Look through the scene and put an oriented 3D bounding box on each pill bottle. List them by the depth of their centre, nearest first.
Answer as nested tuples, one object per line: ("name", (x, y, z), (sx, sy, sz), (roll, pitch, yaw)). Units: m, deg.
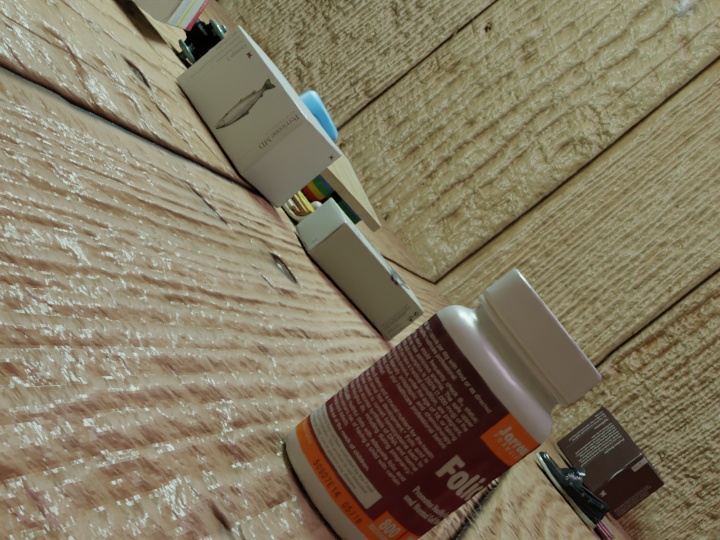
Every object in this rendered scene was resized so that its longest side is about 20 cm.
("pill bottle", (0.058, 0.098, 0.841), (0.114, 0.200, 0.114), (50, 6, -7))

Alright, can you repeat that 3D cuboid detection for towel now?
("towel", (0.493, 0.519, 2.643), (0.144, 0.023, 0.200), (51, 3, 13))

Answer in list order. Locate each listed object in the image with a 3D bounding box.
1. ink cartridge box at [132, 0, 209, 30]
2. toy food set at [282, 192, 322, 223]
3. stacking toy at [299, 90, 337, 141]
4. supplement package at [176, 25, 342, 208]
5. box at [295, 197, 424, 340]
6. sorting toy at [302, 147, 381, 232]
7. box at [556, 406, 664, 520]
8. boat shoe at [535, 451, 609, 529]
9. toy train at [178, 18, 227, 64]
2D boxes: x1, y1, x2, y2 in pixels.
("ink cartridge box", (-0.297, -0.424, 1.767), (0.145, 0.084, 0.200), (38, 8, -5))
("toy food set", (-0.091, -0.126, 1.797), (0.200, 0.060, 0.143), (54, 6, 25))
("stacking toy", (-0.138, -0.289, 2.342), (0.116, 0.109, 0.200), (61, -11, -29))
("supplement package", (-0.137, -0.206, 1.646), (0.200, 0.117, 0.117), (54, 6, 30))
("box", (0.000, 0.000, 1.685), (0.200, 0.068, 0.082), (49, 6, -35))
("sorting toy", (-0.067, -0.173, 2.196), (0.199, 0.069, 0.200), (46, 14, -46))
("box", (0.650, 0.501, 3.199), (0.164, 0.166, 0.200), (48, 7, -40))
("boat shoe", (0.431, 0.429, 2.470), (0.200, 0.066, 0.075), (51, 6, -6))
("toy train", (-0.208, -0.302, 1.900), (0.200, 0.085, 0.114), (54, -4, 19))
